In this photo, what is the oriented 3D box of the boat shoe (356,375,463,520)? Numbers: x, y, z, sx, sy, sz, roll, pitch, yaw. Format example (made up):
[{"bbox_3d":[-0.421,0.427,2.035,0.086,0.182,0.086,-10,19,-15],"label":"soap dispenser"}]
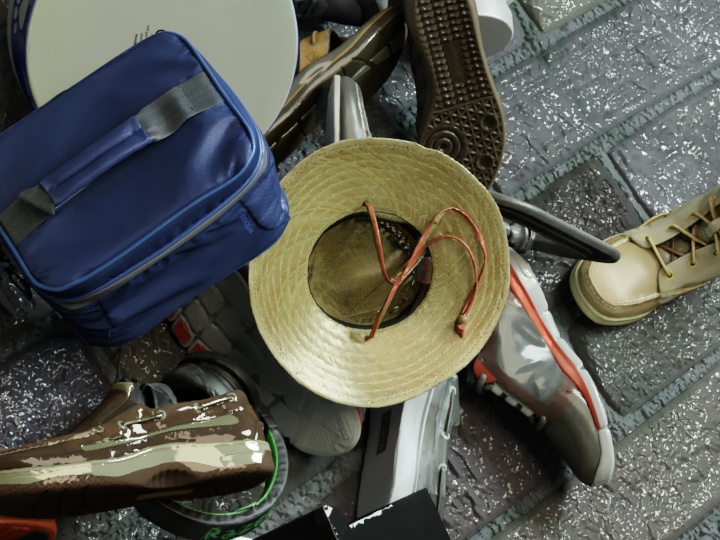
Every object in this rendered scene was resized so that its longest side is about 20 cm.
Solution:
[{"bbox_3d":[0.044,0.110,1.711,0.056,0.069,0.201,25,62,-23],"label":"boat shoe"}]

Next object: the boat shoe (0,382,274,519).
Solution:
[{"bbox_3d":[-0.156,0.112,1.500,0.201,0.075,0.075,-2,68,-32],"label":"boat shoe"}]

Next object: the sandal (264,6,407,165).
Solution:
[{"bbox_3d":[-0.037,-0.145,1.779,0.055,0.082,0.200,40,64,20],"label":"sandal"}]

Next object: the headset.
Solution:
[{"bbox_3d":[-0.126,0.089,1.588,0.123,0.094,0.200,-19,62,-38],"label":"headset"}]

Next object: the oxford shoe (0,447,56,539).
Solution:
[{"bbox_3d":[-0.288,0.134,1.481,0.199,0.071,0.073,14,55,-39],"label":"oxford shoe"}]

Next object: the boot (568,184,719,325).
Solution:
[{"bbox_3d":[0.274,-0.029,1.869,0.199,0.155,0.073,-18,77,-38],"label":"boot"}]

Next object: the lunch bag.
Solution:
[{"bbox_3d":[-0.159,-0.053,1.533,0.199,0.132,0.136,-35,64,-4],"label":"lunch bag"}]

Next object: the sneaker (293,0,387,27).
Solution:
[{"bbox_3d":[-0.078,-0.205,1.786,0.199,0.075,0.115,21,57,-16],"label":"sneaker"}]

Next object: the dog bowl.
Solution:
[{"bbox_3d":[-0.146,-0.164,1.641,0.198,0.079,0.202,-5,109,-15],"label":"dog bowl"}]

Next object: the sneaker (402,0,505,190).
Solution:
[{"bbox_3d":[0.073,-0.152,1.817,0.070,0.201,0.076,-6,30,0],"label":"sneaker"}]

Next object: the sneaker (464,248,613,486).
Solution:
[{"bbox_3d":[0.122,0.083,1.774,0.081,0.077,0.201,-26,79,-13],"label":"sneaker"}]

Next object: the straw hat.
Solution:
[{"bbox_3d":[0.000,0.000,1.655,0.199,0.085,0.203,-1,93,-22],"label":"straw hat"}]

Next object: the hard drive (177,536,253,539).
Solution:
[{"bbox_3d":[-0.068,0.283,1.572,0.131,0.026,0.202,16,59,-26],"label":"hard drive"}]

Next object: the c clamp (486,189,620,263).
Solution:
[{"bbox_3d":[0.099,-0.045,1.790,0.199,0.170,0.027,23,79,-38],"label":"c clamp"}]

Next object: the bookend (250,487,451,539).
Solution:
[{"bbox_3d":[0.051,0.237,1.605,0.198,0.092,0.201,-21,84,-46],"label":"bookend"}]

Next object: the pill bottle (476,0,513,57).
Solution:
[{"bbox_3d":[0.080,-0.277,1.902,0.104,0.104,0.202,9,62,-29],"label":"pill bottle"}]

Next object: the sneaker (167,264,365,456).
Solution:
[{"bbox_3d":[-0.068,0.044,1.676,0.200,0.077,0.082,51,35,-10],"label":"sneaker"}]

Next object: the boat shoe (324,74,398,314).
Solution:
[{"bbox_3d":[0.003,-0.044,1.729,0.056,0.067,0.202,-1,88,-7],"label":"boat shoe"}]
